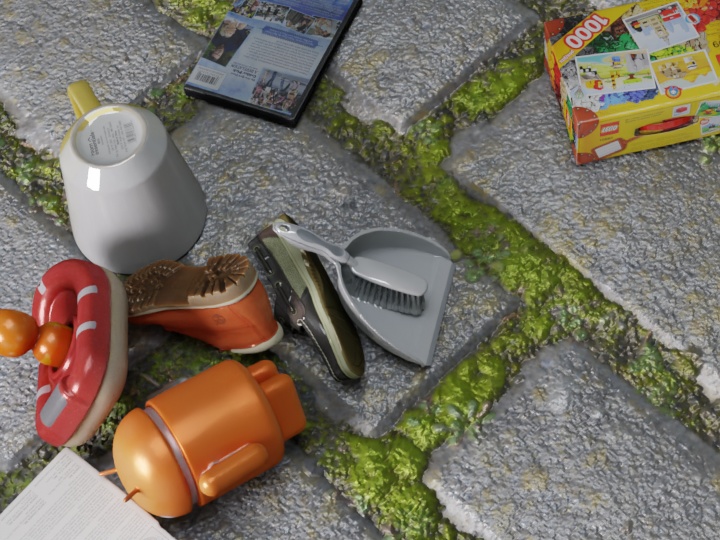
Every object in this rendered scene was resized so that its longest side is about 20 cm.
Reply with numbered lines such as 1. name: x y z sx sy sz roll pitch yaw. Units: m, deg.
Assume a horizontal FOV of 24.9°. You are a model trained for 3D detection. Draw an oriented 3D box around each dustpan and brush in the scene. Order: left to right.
1. dustpan and brush: 0.000 0.000 1.660 0.199 0.057 0.140 20 58 -6

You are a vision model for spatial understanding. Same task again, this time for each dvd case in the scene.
1. dvd case: -0.100 -0.263 1.897 0.142 0.018 0.200 18 61 16

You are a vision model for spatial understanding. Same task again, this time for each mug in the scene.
1. mug: -0.265 -0.105 1.738 0.186 0.153 0.150 24 64 20

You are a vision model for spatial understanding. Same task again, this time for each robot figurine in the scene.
1. robot figurine: -0.154 0.162 1.579 0.199 0.117 0.144 -27 67 -19

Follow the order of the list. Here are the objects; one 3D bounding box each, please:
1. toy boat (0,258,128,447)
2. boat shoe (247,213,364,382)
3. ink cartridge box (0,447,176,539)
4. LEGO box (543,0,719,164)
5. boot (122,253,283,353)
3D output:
1. toy boat: -0.308 0.071 1.620 0.130 0.131 0.200 21 34 -24
2. boat shoe: -0.058 0.036 1.683 0.066 0.072 0.201 -32 63 12
3. ink cartridge box: -0.265 0.288 1.561 0.200 0.050 0.161 35 68 20
4. LEGO box: 0.314 -0.215 1.788 0.199 0.077 0.149 -13 58 -2
5. boot: -0.171 0.046 1.682 0.199 0.107 0.075 -2 45 38
